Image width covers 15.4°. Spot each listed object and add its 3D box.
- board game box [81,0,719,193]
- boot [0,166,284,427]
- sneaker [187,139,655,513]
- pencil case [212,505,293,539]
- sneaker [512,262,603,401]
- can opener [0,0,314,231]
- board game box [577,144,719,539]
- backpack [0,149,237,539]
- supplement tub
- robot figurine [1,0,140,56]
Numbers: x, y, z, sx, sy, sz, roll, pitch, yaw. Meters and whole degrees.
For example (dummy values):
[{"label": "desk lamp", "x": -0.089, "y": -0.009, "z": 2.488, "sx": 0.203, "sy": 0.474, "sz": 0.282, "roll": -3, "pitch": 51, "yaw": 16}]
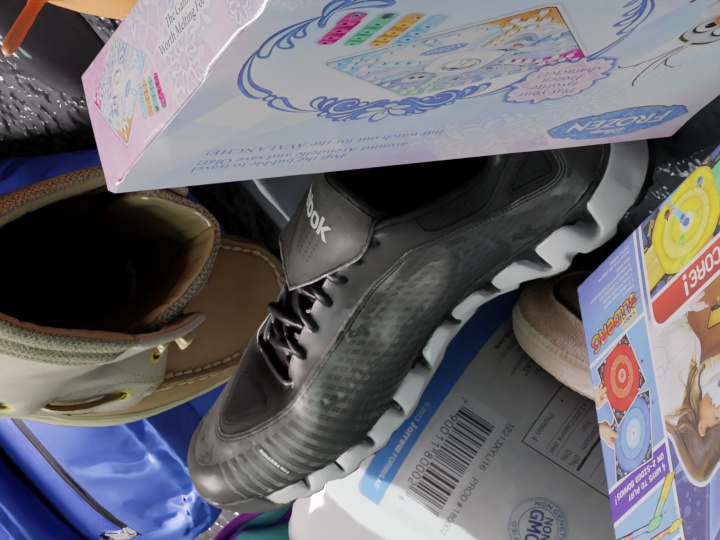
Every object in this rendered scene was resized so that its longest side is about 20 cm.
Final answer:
[{"label": "board game box", "x": 0.047, "y": -0.085, "z": 0.741, "sx": 0.199, "sy": 0.199, "sz": 0.044, "roll": -43, "pitch": 59, "yaw": 57}, {"label": "boot", "x": -0.082, "y": 0.008, "z": 0.929, "sx": 0.155, "sy": 0.199, "sz": 0.072, "roll": -24, "pitch": 75, "yaw": 55}, {"label": "sneaker", "x": 0.000, "y": 0.000, "z": 0.900, "sx": 0.090, "sy": 0.200, "sz": 0.067, "roll": 34, "pitch": -159, "yaw": -40}, {"label": "pencil case", "x": 0.014, "y": 0.172, "z": 1.153, "sx": 0.085, "sy": 0.093, "sz": 0.200, "roll": -22, "pitch": 134, "yaw": 21}, {"label": "sneaker", "x": 0.141, "y": 0.017, "z": 0.901, "sx": 0.200, "sy": 0.070, "sz": 0.076, "roll": 20, "pitch": 116, "yaw": 35}, {"label": "can opener", "x": -0.070, "y": -0.061, "z": 0.991, "sx": 0.200, "sy": 0.067, "sz": 0.053, "roll": 50, "pitch": -179, "yaw": -18}, {"label": "board game box", "x": 0.135, "y": 0.013, "z": 0.780, "sx": 0.034, "sy": 0.136, "sz": 0.200, "roll": 13, "pitch": 143, "yaw": -25}, {"label": "backpack", "x": -0.124, "y": 0.049, "z": 1.104, "sx": 0.200, "sy": 0.168, "sz": 0.163, "roll": -8, "pitch": 132, "yaw": 49}, {"label": "supplement tub", "x": 0.086, "y": 0.102, "z": 0.985, "sx": 0.200, "sy": 0.132, "sz": 0.132, "roll": 33, "pitch": 148, "yaw": 10}, {"label": "robot figurine", "x": -0.060, "y": -0.160, "z": 0.775, "sx": 0.116, "sy": 0.201, "sz": 0.144, "roll": 9, "pitch": -167, "yaw": -8}]
